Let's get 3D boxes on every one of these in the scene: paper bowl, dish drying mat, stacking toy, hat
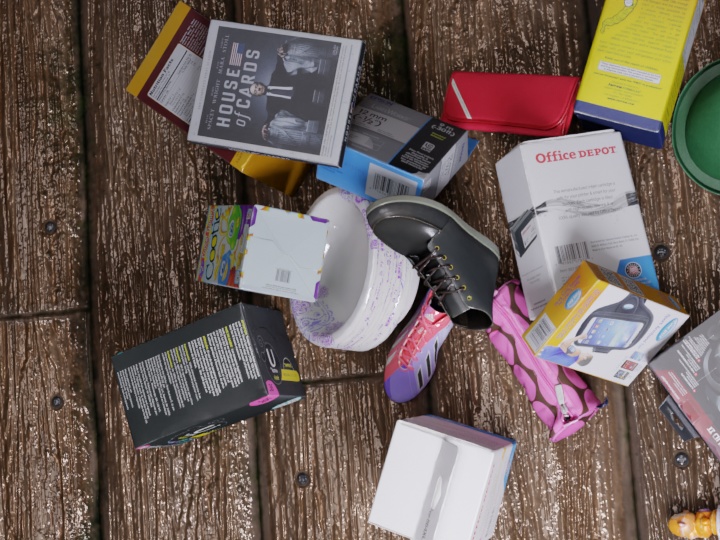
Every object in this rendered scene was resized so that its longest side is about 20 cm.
[{"bbox_3d":[0.000,0.000,1.476,0.200,0.103,0.205,-20,66,54],"label":"paper bowl"},{"bbox_3d":[0.184,-0.211,1.465,0.198,0.018,0.078,12,82,45],"label":"dish drying mat"},{"bbox_3d":[0.454,0.294,1.350,0.197,0.115,0.112,-5,83,31],"label":"stacking toy"},{"bbox_3d":[0.445,-0.196,1.344,0.163,0.176,0.203,18,90,18],"label":"hat"}]

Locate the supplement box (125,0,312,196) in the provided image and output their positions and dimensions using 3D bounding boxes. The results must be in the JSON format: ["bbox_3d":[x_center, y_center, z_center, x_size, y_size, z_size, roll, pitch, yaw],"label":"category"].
[{"bbox_3d":[-0.160,-0.219,1.524,0.199,0.197,0.134,35,94,16],"label":"supplement box"}]

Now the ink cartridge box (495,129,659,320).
[{"bbox_3d":[0.259,-0.055,1.407,0.142,0.084,0.204,-8,81,-20],"label":"ink cartridge box"}]

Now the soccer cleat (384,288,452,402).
[{"bbox_3d":[0.084,0.077,1.485,0.066,0.076,0.202,33,95,17],"label":"soccer cleat"}]

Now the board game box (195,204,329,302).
[{"bbox_3d":[-0.129,-0.024,1.487,0.103,0.199,0.105,11,88,-24],"label":"board game box"}]

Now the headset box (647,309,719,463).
[{"bbox_3d":[0.445,0.122,1.369,0.199,0.077,0.150,-39,75,11],"label":"headset box"}]

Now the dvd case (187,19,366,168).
[{"bbox_3d":[-0.101,-0.212,1.391,0.197,0.025,0.153,11,88,15],"label":"dvd case"}]

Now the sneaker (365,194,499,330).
[{"bbox_3d":[0.090,-0.009,1.361,0.075,0.198,0.108,-34,43,42],"label":"sneaker"}]

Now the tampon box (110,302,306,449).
[{"bbox_3d":[-0.196,0.140,1.527,0.197,0.150,0.128,-22,79,14],"label":"tampon box"}]

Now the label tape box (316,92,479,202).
[{"bbox_3d":[0.053,-0.160,1.457,0.141,0.200,0.067,23,133,17],"label":"label tape box"}]

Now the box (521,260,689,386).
[{"bbox_3d":[0.295,0.068,1.360,0.120,0.198,0.042,-54,39,23],"label":"box"}]

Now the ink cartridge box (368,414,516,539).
[{"bbox_3d":[0.100,0.253,1.399,0.123,0.200,0.131,16,89,17],"label":"ink cartridge box"}]

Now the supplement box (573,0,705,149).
[{"bbox_3d":[0.342,-0.266,1.419,0.108,0.109,0.203,17,90,17],"label":"supplement box"}]

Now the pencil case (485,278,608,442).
[{"bbox_3d":[0.214,0.107,1.432,0.090,0.093,0.201,-40,74,20],"label":"pencil case"}]
